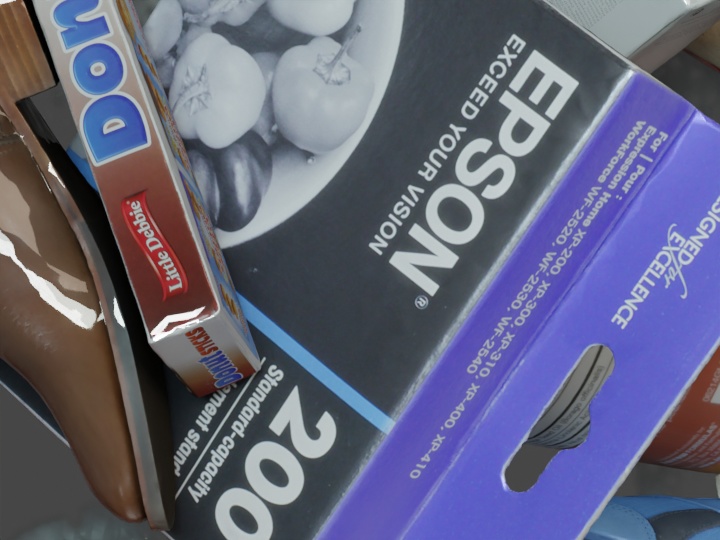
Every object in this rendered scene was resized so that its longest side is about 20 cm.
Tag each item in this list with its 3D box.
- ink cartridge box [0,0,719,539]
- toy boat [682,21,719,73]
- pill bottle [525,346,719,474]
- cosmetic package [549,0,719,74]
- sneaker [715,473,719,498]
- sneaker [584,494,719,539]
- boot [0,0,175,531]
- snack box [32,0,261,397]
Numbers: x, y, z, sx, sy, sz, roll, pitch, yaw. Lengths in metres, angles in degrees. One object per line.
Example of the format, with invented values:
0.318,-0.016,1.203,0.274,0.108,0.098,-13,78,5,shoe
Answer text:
0.000,0.000,0.849,0.200,0.199,0.043,38,12,22,ink cartridge box
0.152,-0.140,1.086,0.199,0.131,0.131,33,95,9,toy boat
0.054,0.001,0.962,0.199,0.112,0.113,11,64,-25,pill bottle
0.042,-0.150,0.999,0.052,0.151,0.201,-23,82,-37,cosmetic package
0.173,0.047,1.032,0.076,0.080,0.201,-11,76,-35,sneaker
0.128,0.106,0.978,0.199,0.066,0.079,13,40,-2,sneaker
-0.166,0.015,0.824,0.199,0.064,0.187,-19,89,1,boot
-0.075,-0.066,0.827,0.024,0.072,0.201,-21,74,1,snack box
